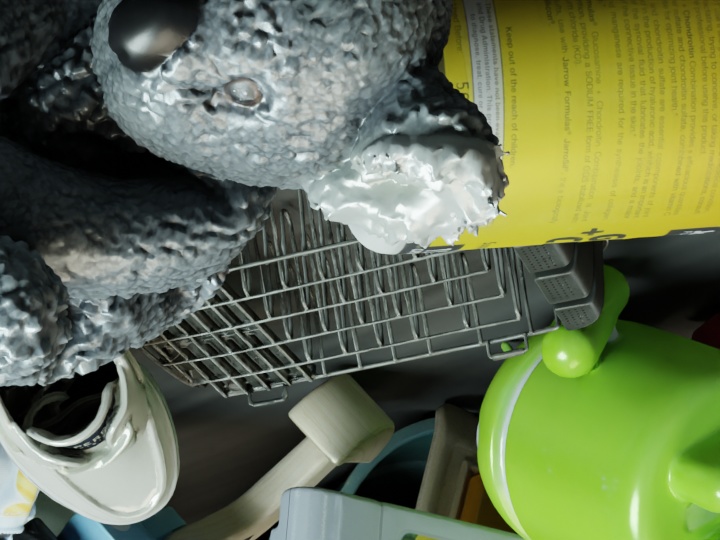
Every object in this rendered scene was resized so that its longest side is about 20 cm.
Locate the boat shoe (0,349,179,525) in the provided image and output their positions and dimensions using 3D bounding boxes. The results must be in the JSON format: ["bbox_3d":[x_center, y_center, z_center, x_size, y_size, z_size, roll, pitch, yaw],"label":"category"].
[{"bbox_3d":[-0.120,0.050,1.143,0.072,0.066,0.201,-26,135,-6],"label":"boat shoe"}]

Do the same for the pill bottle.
[{"bbox_3d":[0.092,-0.067,0.975,0.198,0.113,0.112,-4,156,-11],"label":"pill bottle"}]

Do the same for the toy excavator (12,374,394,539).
[{"bbox_3d":[-0.090,0.141,1.312,0.200,0.100,0.195,-27,159,-54],"label":"toy excavator"}]

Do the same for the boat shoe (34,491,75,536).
[{"bbox_3d":[-0.187,0.102,1.314,0.201,0.075,0.086,24,137,-36],"label":"boat shoe"}]

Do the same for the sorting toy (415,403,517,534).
[{"bbox_3d":[0.098,0.184,1.376,0.184,0.201,0.036,25,151,-24],"label":"sorting toy"}]

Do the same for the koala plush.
[{"bbox_3d":[-0.052,-0.065,0.880,0.199,0.179,0.183,-23,164,28],"label":"koala plush"}]

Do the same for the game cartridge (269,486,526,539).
[{"bbox_3d":[0.042,0.184,1.291,0.199,0.134,0.040,16,163,-34],"label":"game cartridge"}]

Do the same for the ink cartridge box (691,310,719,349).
[{"bbox_3d":[0.269,0.027,1.284,0.147,0.086,0.200,3,155,-26],"label":"ink cartridge box"}]

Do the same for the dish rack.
[{"bbox_3d":[0.000,0.000,1.168,0.199,0.055,0.153,-13,155,13],"label":"dish rack"}]

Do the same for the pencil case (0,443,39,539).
[{"bbox_3d":[-0.230,0.068,1.186,0.199,0.091,0.083,12,156,-38],"label":"pencil case"}]

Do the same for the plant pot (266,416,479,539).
[{"bbox_3d":[0.015,0.197,1.461,0.199,0.202,0.196,6,160,-31],"label":"plant pot"}]

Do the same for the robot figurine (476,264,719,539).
[{"bbox_3d":[0.132,0.086,1.265,0.115,0.177,0.200,-28,-156,-24],"label":"robot figurine"}]
